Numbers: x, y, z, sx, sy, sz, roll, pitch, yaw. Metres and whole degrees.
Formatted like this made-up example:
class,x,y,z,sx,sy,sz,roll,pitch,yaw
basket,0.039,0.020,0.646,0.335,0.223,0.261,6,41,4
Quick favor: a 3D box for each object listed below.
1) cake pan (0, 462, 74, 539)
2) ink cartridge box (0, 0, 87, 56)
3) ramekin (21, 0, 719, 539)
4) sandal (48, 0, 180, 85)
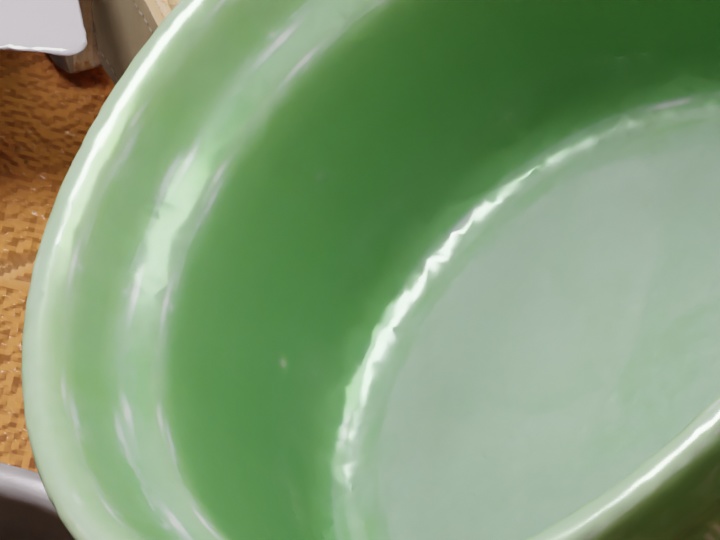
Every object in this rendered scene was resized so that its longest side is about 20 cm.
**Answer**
class,x,y,z,sx,sy,sz,roll,pitch,yaw
cake pan,-0.099,0.140,0.628,0.200,0.037,0.201,-7,68,18
ink cartridge box,-0.190,-0.083,0.882,0.199,0.068,0.116,1,46,-17
ramekin,0.039,0.005,0.598,0.098,0.200,0.200,45,33,-41
sandal,-0.040,-0.060,0.903,0.069,0.078,0.212,-15,46,-23
